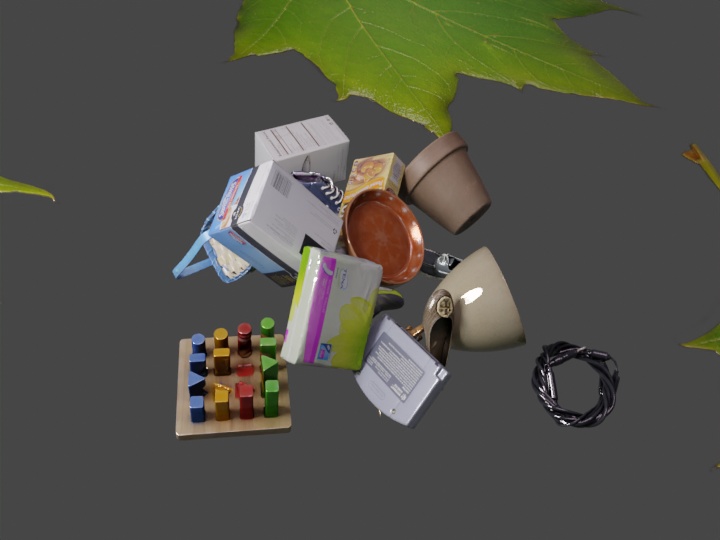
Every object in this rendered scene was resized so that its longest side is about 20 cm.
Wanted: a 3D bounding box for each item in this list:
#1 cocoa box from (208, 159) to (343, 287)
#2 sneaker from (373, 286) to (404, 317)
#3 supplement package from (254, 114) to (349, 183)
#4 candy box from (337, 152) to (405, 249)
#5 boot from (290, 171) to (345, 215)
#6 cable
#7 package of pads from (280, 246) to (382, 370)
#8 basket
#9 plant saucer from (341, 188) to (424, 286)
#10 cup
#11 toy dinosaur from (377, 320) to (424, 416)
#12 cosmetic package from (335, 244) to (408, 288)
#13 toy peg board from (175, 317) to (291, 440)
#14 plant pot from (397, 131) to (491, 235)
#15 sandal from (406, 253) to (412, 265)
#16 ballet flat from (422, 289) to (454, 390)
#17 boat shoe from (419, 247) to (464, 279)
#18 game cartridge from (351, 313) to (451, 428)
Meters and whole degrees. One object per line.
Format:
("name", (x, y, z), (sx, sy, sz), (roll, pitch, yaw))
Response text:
("cocoa box", (-0.152, -0.078, 1.289), (0.129, 0.199, 0.136), (-10, 53, 43))
("sneaker", (-0.002, 0.089, 1.381), (0.196, 0.074, 0.082), (-12, 66, -18))
("supplement package", (-0.138, -0.266, 1.648), (0.197, 0.118, 0.118), (-20, 53, -25))
("candy box", (0.018, -0.149, 1.523), (0.114, 0.055, 0.204), (-4, 61, 40))
("boot", (-0.069, -0.165, 1.582), (0.195, 0.091, 0.074), (7, 45, -2))
("cable", (0.404, 0.212, 1.334), (0.161, 0.051, 0.201), (25, 49, 15))
("package of pads", (-0.047, 0.071, 1.254), (0.152, 0.205, 0.068), (11, 3, -37))
("basket", (-0.260, -0.055, 1.383), (0.198, 0.176, 0.141), (-20, 79, -42))
("plant saucer", (0.044, -0.065, 1.415), (0.197, 0.032, 0.205), (15, 64, -32))
("cup", (0.213, 0.075, 1.355), (0.141, 0.202, 0.203), (-22, 49, 3))
("toy dinosaur", (0.064, 0.159, 1.310), (0.060, 0.106, 0.202), (36, 88, -12))
("cosmetic package", (0.000, 0.000, 1.408), (0.197, 0.050, 0.084), (-5, 76, -37))
("toy peg board", (-0.223, 0.176, 1.234), (0.194, 0.099, 0.203), (-1, 47, -10))
("plant pot", (0.201, -0.180, 1.596), (0.199, 0.201, 0.176), (-32, 77, -33))
("sandal", (0.059, -0.061, 1.523), (0.047, 0.076, 0.202), (-22, 52, -6))
("ballet flat", (0.140, 0.136, 1.269), (0.066, 0.205, 0.046), (3, 12, -28))
("boat shoe", (0.191, -0.014, 1.502), (0.197, 0.063, 0.073), (25, 48, 14))
("game cartridge", (0.063, 0.181, 1.247), (0.041, 0.135, 0.200), (25, 11, -42))
